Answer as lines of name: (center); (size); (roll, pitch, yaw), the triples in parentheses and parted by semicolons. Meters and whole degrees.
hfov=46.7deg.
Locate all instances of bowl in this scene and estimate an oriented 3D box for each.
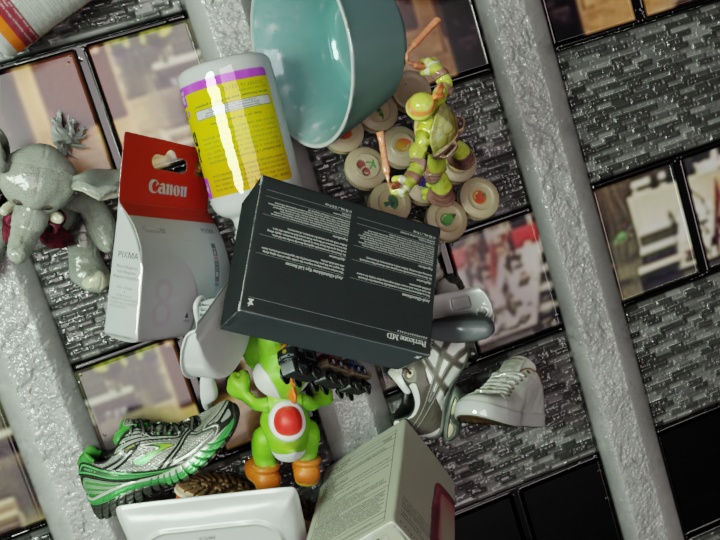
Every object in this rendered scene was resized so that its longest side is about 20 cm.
bowl: (-0.025, -0.240, 0.891); (0.105, 0.200, 0.202); (-19, 99, -32)

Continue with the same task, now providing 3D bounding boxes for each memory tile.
memory tile: (0.059, -0.121, 0.959); (0.153, 0.017, 0.201); (-31, 86, -18)

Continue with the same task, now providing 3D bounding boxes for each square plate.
square plate: (-0.151, 0.330, 0.921); (0.198, 0.029, 0.199); (-7, 119, 4)

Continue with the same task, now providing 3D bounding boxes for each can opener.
can opener: (0.056, 0.060, 0.940); (0.199, 0.066, 0.053); (-11, 96, 27)

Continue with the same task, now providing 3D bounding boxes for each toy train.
toy train: (-0.037, 0.111, 0.920); (0.034, 0.200, 0.046); (-24, 67, 17)

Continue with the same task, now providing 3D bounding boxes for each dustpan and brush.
dustpan and brush: (-0.158, 0.086, 0.901); (0.057, 0.140, 0.201); (10, 130, 15)

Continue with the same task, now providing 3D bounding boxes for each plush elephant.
plush elephant: (-0.326, -0.068, 0.843); (0.164, 0.155, 0.201); (13, 92, -13)

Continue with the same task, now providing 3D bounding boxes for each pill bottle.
pill bottle: (-0.124, -0.126, 0.908); (0.104, 0.104, 0.201); (-16, 97, -10)
pill bottle: (-0.314, -0.318, 0.849); (0.200, 0.110, 0.110); (-38, 101, -7)

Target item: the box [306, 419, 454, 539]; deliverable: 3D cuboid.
box: (0.025, 0.280, 0.910); (0.128, 0.200, 0.109); (-35, 102, 17)

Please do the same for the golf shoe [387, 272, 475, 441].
golf shoe: (0.082, 0.102, 0.985); (0.094, 0.078, 0.202); (4, 93, -12)

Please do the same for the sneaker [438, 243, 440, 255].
sneaker: (0.000, 0.000, 0.963); (0.199, 0.070, 0.081); (-26, 97, -8)

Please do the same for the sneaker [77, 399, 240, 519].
sneaker: (-0.224, 0.195, 0.918); (0.199, 0.078, 0.086); (-28, 96, 2)

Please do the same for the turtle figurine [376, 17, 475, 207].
turtle figurine: (0.082, -0.149, 0.878); (0.064, 0.161, 0.201); (5, 68, 22)

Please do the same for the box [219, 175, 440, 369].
box: (-0.027, 0.007, 0.838); (0.199, 0.079, 0.142); (15, 65, -19)

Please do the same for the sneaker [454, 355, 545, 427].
sneaker: (0.163, 0.139, 0.969); (0.072, 0.200, 0.085); (0, 82, 28)

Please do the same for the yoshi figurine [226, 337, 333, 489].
yoshi figurine: (-0.094, 0.143, 0.957); (0.111, 0.112, 0.201); (10, 111, 27)

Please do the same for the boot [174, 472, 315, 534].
boot: (-0.133, 0.303, 0.953); (0.199, 0.075, 0.108); (27, 96, -21)

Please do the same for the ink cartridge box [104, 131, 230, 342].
ink cartridge box: (-0.192, -0.032, 0.875); (0.057, 0.162, 0.201); (13, 95, 22)
